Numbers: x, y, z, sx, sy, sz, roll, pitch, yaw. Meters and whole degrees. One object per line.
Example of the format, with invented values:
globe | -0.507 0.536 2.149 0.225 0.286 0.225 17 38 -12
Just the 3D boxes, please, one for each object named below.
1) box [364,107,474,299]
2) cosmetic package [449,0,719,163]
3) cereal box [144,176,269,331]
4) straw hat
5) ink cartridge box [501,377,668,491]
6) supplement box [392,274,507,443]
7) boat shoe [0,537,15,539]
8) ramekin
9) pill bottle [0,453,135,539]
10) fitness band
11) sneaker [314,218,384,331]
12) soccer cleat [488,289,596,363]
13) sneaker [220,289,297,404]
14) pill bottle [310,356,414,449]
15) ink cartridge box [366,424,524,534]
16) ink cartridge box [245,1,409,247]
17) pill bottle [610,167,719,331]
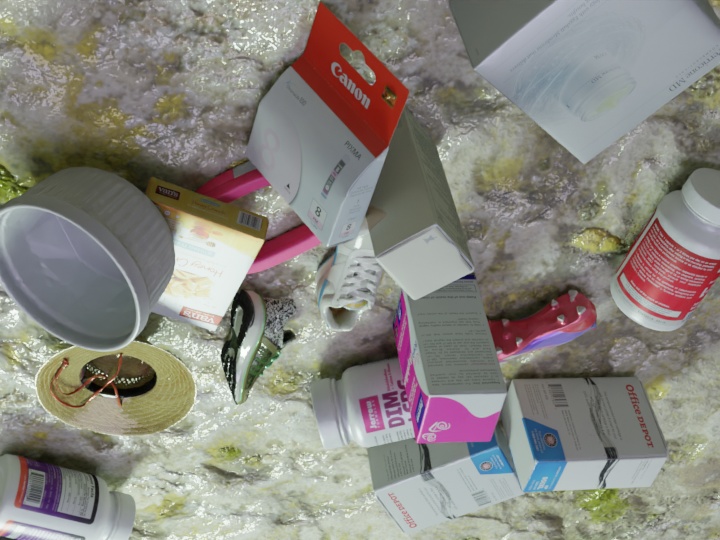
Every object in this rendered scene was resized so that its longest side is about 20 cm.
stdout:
box | 0.052 -0.078 1.291 0.078 0.200 0.095 -28 134 16
cosmetic package | 0.238 -0.250 1.213 0.199 0.123 0.200 -38 132 25
cereal box | -0.206 -0.013 1.380 0.144 0.040 0.200 18 139 -13
straw hat | -0.307 0.120 1.502 0.201 0.085 0.201 -2 133 -2
ink cartridge box | 0.319 0.235 1.699 0.200 0.145 0.084 0 137 -12
supplement box | 0.110 0.110 1.497 0.103 0.200 0.101 -1 135 -12
boat shoe | -0.533 0.454 1.803 0.074 0.073 0.200 -24 135 13
ramekin | -0.299 -0.019 1.297 0.200 0.105 0.200 17 134 19
pill bottle | -0.428 0.337 1.679 0.200 0.112 0.111 22 127 -30
fitness band | -0.115 -0.064 1.389 0.200 0.037 0.144 -24 135 14
sneaker | 0.000 0.000 1.420 0.076 0.081 0.200 2 149 -17
soccer cleat | 0.227 0.091 1.605 0.200 0.067 0.076 -25 140 9
sneaker | -0.127 0.105 1.539 0.089 0.077 0.200 -3 139 -21
pill bottle | 0.038 0.178 1.613 0.200 0.113 0.113 -13 136 1
ink cartridge box | 0.129 0.304 1.784 0.200 0.084 0.145 -21 136 10
ink cartridge box | -0.041 -0.149 1.229 0.057 0.163 0.200 -21 146 -33
pill bottle | 0.405 -0.027 1.483 0.112 0.112 0.200 7 134 -19
